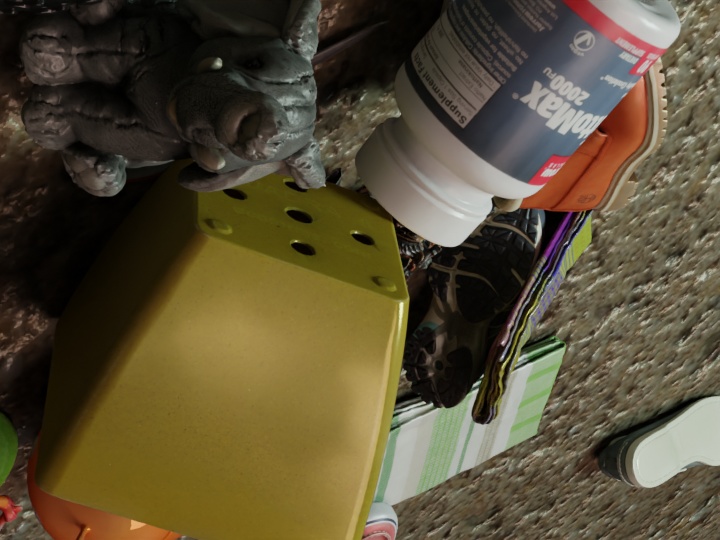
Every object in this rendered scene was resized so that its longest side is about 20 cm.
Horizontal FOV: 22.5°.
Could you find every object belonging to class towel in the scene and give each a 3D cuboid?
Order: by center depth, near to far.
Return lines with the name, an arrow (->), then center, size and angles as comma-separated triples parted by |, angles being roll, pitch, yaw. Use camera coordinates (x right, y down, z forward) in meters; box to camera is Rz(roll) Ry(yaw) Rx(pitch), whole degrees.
towel -> 0.141, 0.020, 1.407 | 0.200, 0.023, 0.144 | -59, 169, -25
towel -> 0.085, 0.137, 1.611 | 0.199, 0.031, 0.149 | -22, 148, -26

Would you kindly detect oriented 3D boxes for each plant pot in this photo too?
plant pot -> -0.071, 0.039, 1.112 | 0.199, 0.200, 0.177 | 19, 116, -14

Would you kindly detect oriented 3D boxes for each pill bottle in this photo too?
pill bottle -> 0.092, -0.115, 1.129 | 0.119, 0.120, 0.200 | 10, 127, -50

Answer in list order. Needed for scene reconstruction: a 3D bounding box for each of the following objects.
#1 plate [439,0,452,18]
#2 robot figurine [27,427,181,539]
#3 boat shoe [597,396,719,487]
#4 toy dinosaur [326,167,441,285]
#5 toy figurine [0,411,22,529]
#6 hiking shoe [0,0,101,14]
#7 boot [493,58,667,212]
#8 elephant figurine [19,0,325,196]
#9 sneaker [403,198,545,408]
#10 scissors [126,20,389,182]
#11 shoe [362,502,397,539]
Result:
plate -> 0.132, -0.212, 1.184 | 0.199, 0.032, 0.200 | -20, 144, -25
robot figurine -> -0.156, 0.134, 1.249 | 0.144, 0.117, 0.200 | -50, 169, 13
boat shoe -> 0.326, 0.177, 1.885 | 0.200, 0.073, 0.062 | -17, -173, -41
toy dinosaur -> 0.000, 0.000, 1.285 | 0.200, 0.102, 0.136 | -59, 166, -4
toy figurine -> -0.254, 0.185, 1.181 | 0.150, 0.184, 0.200 | -13, 141, -34
hiking shoe -> -0.137, -0.189, 0.916 | 0.199, 0.087, 0.074 | -14, 164, 4
boot -> 0.151, -0.103, 1.273 | 0.107, 0.075, 0.200 | -4, 148, -12
elephant figurine -> -0.072, -0.091, 0.964 | 0.155, 0.199, 0.142 | -59, 143, -28
sneaker -> 0.096, 0.011, 1.425 | 0.086, 0.078, 0.200 | -35, 155, -51
scissors -> -0.071, -0.108, 1.142 | 0.199, 0.014, 0.073 | -22, 144, -25
shoe -> -0.002, 0.293, 1.635 | 0.071, 0.091, 0.200 | -6, 146, -23
